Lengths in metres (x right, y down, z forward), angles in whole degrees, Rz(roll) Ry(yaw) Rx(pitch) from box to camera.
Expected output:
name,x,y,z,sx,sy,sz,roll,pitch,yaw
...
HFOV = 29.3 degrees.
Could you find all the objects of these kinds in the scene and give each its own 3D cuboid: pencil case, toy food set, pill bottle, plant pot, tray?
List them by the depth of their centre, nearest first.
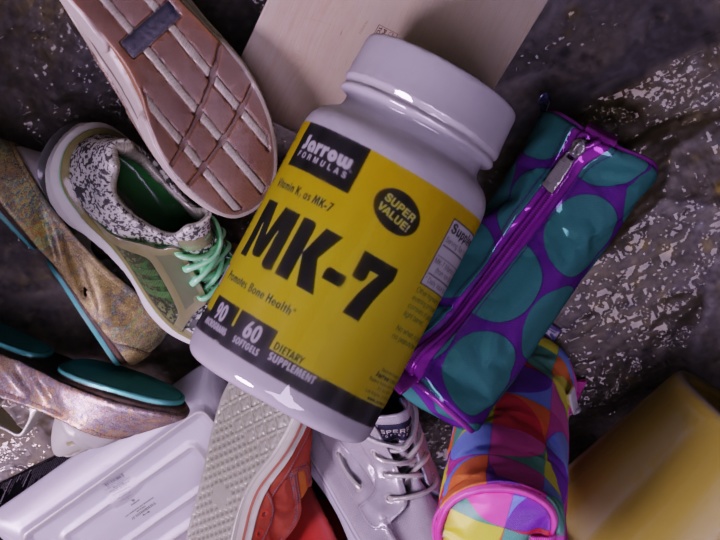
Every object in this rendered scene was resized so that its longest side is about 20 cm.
name,x,y,z,sx,sy,sz,roll,pitch,yaw
pill bottle,-0.001,-0.018,0.757,0.113,0.114,0.202,28,88,-12
toy food set,0.018,-0.151,0.816,0.142,0.061,0.201,24,126,-10
pencil case,0.090,-0.002,0.831,0.085,0.092,0.201,35,88,22
pencil case,0.098,0.114,0.876,0.087,0.200,0.089,6,119,11
plant pot,0.207,0.180,0.913,0.200,0.201,0.190,32,102,-14
tray,-0.152,0.159,0.957,0.199,0.022,0.108,-35,112,8

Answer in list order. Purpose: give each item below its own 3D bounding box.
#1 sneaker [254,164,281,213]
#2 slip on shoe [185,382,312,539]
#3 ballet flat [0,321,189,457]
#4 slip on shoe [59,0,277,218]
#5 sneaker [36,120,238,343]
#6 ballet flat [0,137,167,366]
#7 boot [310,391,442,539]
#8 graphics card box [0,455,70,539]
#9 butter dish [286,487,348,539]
name,x,y,z,sx,sy,sz,roll,pitch,yaw
sneaker,0.000,0.000,0.896,0.095,0.079,0.201,0,136,43
slip on shoe,-0.060,0.124,0.909,0.061,0.074,0.202,1,117,-41
ballet flat,-0.207,0.085,0.929,0.198,0.068,0.068,19,101,18
slip on shoe,-0.117,-0.122,0.810,0.076,0.061,0.201,-38,101,-2
sneaker,-0.110,-0.013,0.857,0.200,0.088,0.077,43,69,-25
ballet flat,-0.188,-0.028,0.893,0.070,0.071,0.201,-28,113,18
boot,0.018,0.130,0.891,0.073,0.200,0.096,-23,143,-29
graphics card box,-0.222,0.207,1.027,0.198,0.051,0.126,-27,114,16
butter dish,0.004,0.259,0.987,0.146,0.200,0.201,1,120,-25
